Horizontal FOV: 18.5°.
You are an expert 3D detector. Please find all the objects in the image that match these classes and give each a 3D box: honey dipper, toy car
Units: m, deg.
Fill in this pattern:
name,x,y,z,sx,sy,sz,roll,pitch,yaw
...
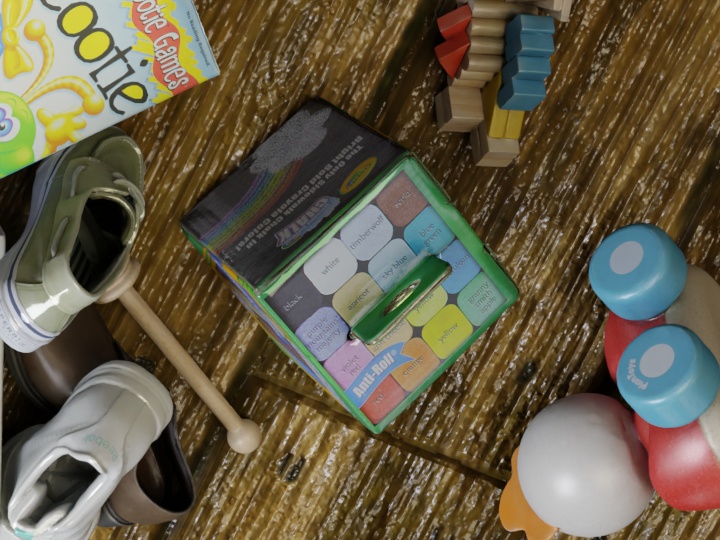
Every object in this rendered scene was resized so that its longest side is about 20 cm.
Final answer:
name,x,y,z,sx,sy,sz,roll,pitch,yaw
honey dipper,-0.120,0.044,1.381,0.038,0.038,0.200,-42,120,-5
toy car,0.170,0.104,1.480,0.199,0.177,0.184,-28,134,19

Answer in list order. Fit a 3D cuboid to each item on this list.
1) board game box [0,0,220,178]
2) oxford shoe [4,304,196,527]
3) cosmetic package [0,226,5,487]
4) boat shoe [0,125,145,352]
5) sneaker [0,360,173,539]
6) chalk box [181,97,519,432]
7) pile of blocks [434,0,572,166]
name,x,y,z,sx,sy,sz,roll,pitch,yaw
board game box,-0.198,-0.125,1.251,0.199,0.105,0.103,-27,116,-12
oxford shoe,-0.152,0.069,1.339,0.073,0.084,0.201,-54,129,-40
cosmetic package,-0.252,0.061,1.292,0.073,0.104,0.201,-2,107,-20
boat shoe,-0.152,-0.024,1.256,0.062,0.200,0.072,-23,117,24
sneaker,-0.186,0.134,1.299,0.075,0.089,0.200,34,133,-5
chalk box,0.000,0.000,1.313,0.124,0.200,0.124,-42,118,-5
pile of blocks,0.084,-0.159,1.371,0.062,0.082,0.201,0,107,-23
